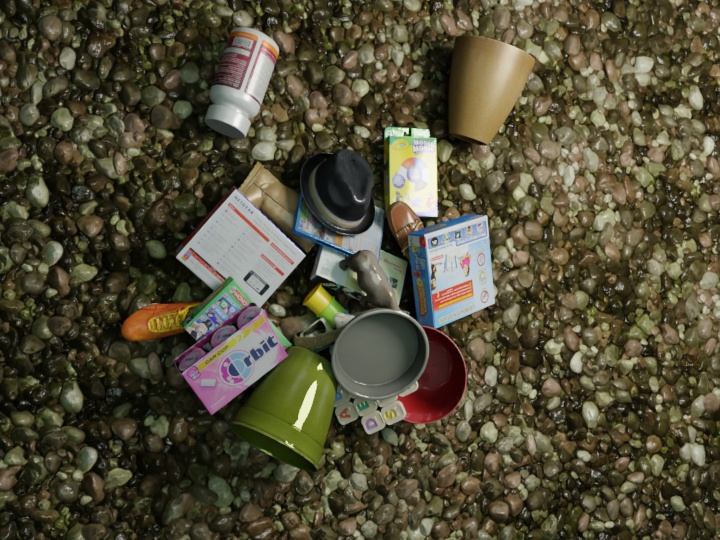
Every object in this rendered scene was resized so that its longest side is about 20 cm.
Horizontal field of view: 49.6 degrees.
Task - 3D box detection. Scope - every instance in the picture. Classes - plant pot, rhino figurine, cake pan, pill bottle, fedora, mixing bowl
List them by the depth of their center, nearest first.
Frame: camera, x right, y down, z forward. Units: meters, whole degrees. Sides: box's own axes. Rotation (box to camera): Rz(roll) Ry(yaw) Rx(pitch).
[{"bbox_3d":[0.037,0.161,1.541,0.195,0.037,0.204,-4,115,-9],"label":"cake pan"},{"bbox_3d":[-0.134,0.265,1.555,0.198,0.200,0.195,31,66,-11],"label":"plant pot"},{"bbox_3d":[0.036,0.046,1.583,0.059,0.087,0.202,-29,85,-31],"label":"rhino figurine"},{"bbox_3d":[-0.246,-0.384,1.603,0.108,0.109,0.204,20,81,-13],"label":"pill bottle"},{"bbox_3d":[-0.031,-0.178,1.616,0.197,0.092,0.204,17,53,-23],"label":"fedora"},{"bbox_3d":[0.134,0.208,1.644,0.196,0.108,0.205,2,96,16],"label":"mixing bowl"},{"bbox_3d":[0.267,-0.387,1.721,0.183,0.186,0.204,16,94,-13],"label":"plant pot"}]

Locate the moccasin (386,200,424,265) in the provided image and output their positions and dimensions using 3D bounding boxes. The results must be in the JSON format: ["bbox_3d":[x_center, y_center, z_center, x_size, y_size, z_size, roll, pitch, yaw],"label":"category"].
[{"bbox_3d":[0.116,-0.055,1.670,0.072,0.078,0.205,-24,108,-6],"label":"moccasin"}]

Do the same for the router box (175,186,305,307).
[{"bbox_3d":[-0.240,-0.033,1.568,0.180,0.049,0.200,-46,110,0],"label":"router box"}]

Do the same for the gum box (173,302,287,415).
[{"bbox_3d":[-0.246,0.167,1.515,0.199,0.066,0.115,-37,121,-13],"label":"gum box"}]

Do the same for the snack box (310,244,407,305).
[{"bbox_3d":[0.000,0.000,1.656,0.197,0.037,0.118,24,62,-16],"label":"snack box"}]

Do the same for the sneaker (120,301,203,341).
[{"bbox_3d":[-0.377,0.095,1.548,0.196,0.077,0.075,-13,91,-14],"label":"sneaker"}]

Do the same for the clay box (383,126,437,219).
[{"bbox_3d":[0.110,-0.218,1.719,0.112,0.048,0.205,0,87,-15],"label":"clay box"}]

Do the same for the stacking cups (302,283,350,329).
[{"bbox_3d":[-0.033,0.117,1.647,0.200,0.060,0.061,44,76,-8],"label":"stacking cups"}]

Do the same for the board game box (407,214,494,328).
[{"bbox_3d":[0.197,-0.002,1.664,0.197,0.055,0.200,-17,106,-38],"label":"board game box"}]

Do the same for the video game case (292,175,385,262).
[{"bbox_3d":[-0.042,-0.104,1.643,0.197,0.018,0.146,23,55,-20],"label":"video game case"}]

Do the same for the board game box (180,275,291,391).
[{"bbox_3d":[-0.245,0.128,1.560,0.134,0.029,0.201,-44,121,-10],"label":"board game box"}]

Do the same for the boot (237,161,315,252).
[{"bbox_3d":[-0.179,-0.105,1.624,0.199,0.066,0.177,37,78,-11],"label":"boot"}]

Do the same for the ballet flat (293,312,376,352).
[{"bbox_3d":[-0.055,0.123,1.595,0.197,0.070,0.072,-21,91,25],"label":"ballet flat"}]

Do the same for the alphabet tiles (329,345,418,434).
[{"bbox_3d":[0.015,0.231,1.619,0.193,0.015,0.203,-26,87,18],"label":"alphabet tiles"}]
